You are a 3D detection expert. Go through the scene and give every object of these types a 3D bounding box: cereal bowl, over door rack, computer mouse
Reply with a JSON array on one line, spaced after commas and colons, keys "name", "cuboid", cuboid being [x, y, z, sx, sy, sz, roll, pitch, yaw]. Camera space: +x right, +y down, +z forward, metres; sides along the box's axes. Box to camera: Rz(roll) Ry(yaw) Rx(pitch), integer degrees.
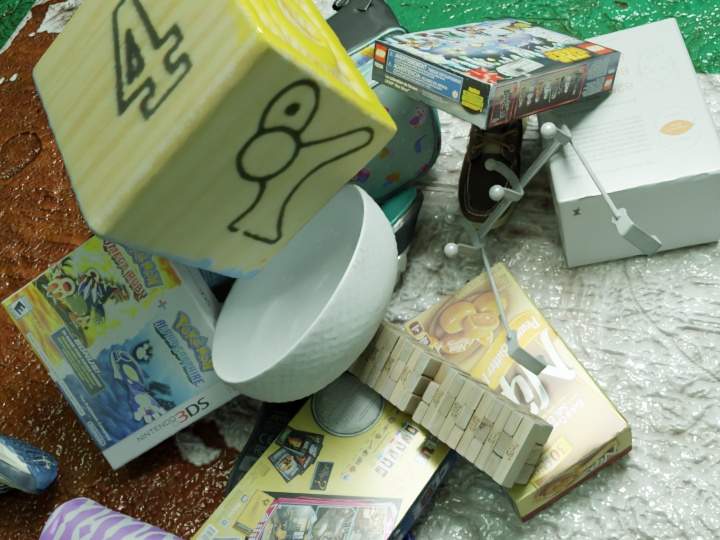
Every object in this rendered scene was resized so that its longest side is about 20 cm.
[{"name": "cereal bowl", "cuboid": [-0.038, 0.028, 0.680, 0.199, 0.083, 0.202, -38, 31, 27]}, {"name": "over door rack", "cuboid": [0.144, -0.040, 0.663, 0.149, 0.066, 0.202, -52, 33, 27]}, {"name": "computer mouse", "cuboid": [-0.055, 0.166, 0.727, 0.135, 0.053, 0.202, 13, 54, 19]}]

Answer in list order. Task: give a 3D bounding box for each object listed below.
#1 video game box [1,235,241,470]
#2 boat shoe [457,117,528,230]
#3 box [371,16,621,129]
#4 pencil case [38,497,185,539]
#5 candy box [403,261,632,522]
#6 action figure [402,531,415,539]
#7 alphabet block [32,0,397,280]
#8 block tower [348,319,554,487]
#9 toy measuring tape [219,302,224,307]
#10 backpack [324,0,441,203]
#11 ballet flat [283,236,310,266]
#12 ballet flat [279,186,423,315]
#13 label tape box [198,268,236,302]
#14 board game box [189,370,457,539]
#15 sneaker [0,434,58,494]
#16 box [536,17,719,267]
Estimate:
[{"name": "video game box", "cuboid": [-0.220, 0.066, 0.751, 0.180, 0.202, 0.047, -31, 7, 14]}, {"name": "boat shoe", "cuboid": [0.143, -0.140, 0.841, 0.071, 0.072, 0.203, 6, 60, 23]}, {"name": "box", "cuboid": [0.125, -0.186, 0.703, 0.198, 0.041, 0.136, -23, 42, -39]}, {"name": "pencil case", "cuboid": [-0.198, 0.271, 0.690, 0.196, 0.084, 0.088, 13, 85, 28]}, {"name": "candy box", "cuboid": [0.135, 0.101, 0.694, 0.114, 0.056, 0.201, -32, 52, -1]}, {"name": "action figure", "cuboid": [0.041, 0.272, 0.622, 0.064, 0.052, 0.202, -25, 55, -4]}, {"name": "alphabet block", "cuboid": [-0.122, -0.142, 0.649, 0.199, 0.194, 0.198, -41, 62, 18]}, {"name": "block tower", "cuboid": [0.069, 0.105, 0.650, 0.199, 0.057, 0.055, 31, 95, 45]}, {"name": "toy measuring tape", "cuboid": [-0.171, 0.072, 0.800, 0.194, 0.074, 0.075, 0, 55, -2]}, {"name": "backpack", "cuboid": [0.001, -0.159, 0.826, 0.173, 0.201, 0.155, -30, 55, 4]}, {"name": "ballet flat", "cuboid": [-0.098, -0.047, 0.849, 0.066, 0.057, 0.199, -43, 31, -15]}, {"name": "ballet flat", "cuboid": [0.000, 0.000, 0.805, 0.199, 0.074, 0.073, -42, 54, -10]}, {"name": "label tape box", "cuboid": [-0.235, 0.015, 0.879, 0.197, 0.064, 0.146, -27, 53, 1]}, {"name": "board game box", "cuboid": [-0.028, 0.191, 0.645, 0.134, 0.035, 0.200, 29, 61, 27]}, {"name": "sneaker", "cuboid": [-0.395, 0.212, 0.812, 0.196, 0.077, 0.087, 8, 70, 33]}, {"name": "box", "cuboid": [0.257, -0.126, 0.769, 0.149, 0.107, 0.204, -10, 55, 14]}]
